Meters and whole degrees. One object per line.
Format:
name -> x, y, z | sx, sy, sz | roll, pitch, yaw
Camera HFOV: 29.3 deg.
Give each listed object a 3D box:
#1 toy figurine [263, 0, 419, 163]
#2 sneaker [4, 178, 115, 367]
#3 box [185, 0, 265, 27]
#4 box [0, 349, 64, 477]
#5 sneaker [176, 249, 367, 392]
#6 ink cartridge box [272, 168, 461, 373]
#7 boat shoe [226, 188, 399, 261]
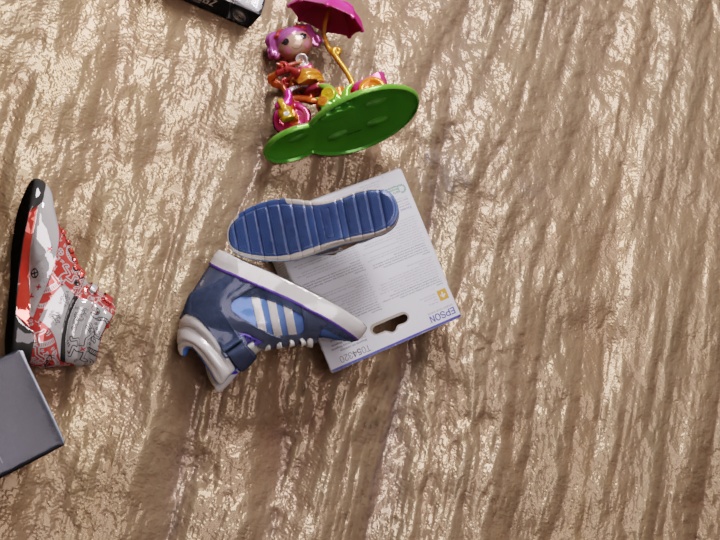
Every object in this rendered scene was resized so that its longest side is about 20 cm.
toy figurine -> -0.053, -0.248, 1.678 | 0.199, 0.150, 0.185 | -20, 71, -4
sneaker -> -0.322, 0.006, 1.493 | 0.107, 0.067, 0.203 | 8, 77, -25
box -> -0.177, -0.420, 1.688 | 0.159, 0.043, 0.201 | 20, 69, -20
box -> -0.416, 0.176, 1.355 | 0.199, 0.148, 0.108 | -26, 89, -28
sneaker -> -0.109, 0.080, 1.559 | 0.199, 0.081, 0.147 | 26, 90, -9
ink cartridge box -> 0.000, 0.000, 1.663 | 0.195, 0.043, 0.201 | -21, 88, -27
boat shoe -> -0.053, -0.043, 1.582 | 0.198, 0.072, 0.073 | -7, 77, 2
